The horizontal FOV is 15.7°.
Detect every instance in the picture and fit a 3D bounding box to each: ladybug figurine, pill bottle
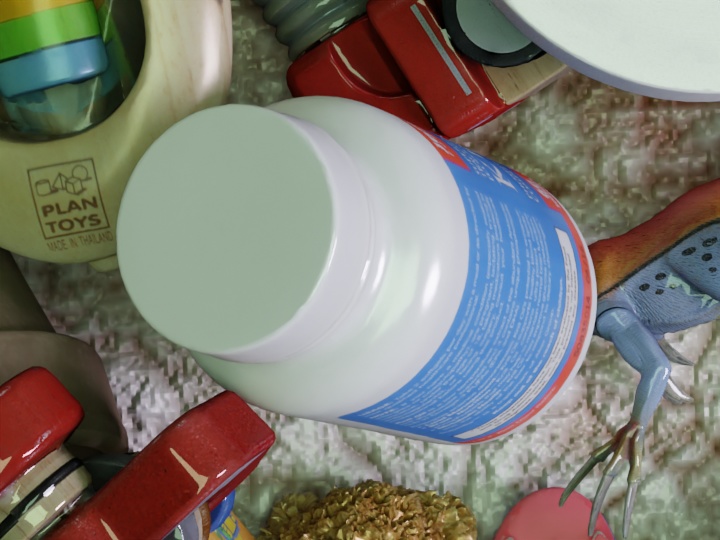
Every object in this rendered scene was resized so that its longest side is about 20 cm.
[{"bbox_3d":[-0.111,-0.098,0.939,0.136,0.072,0.200,-9,95,9],"label":"ladybug figurine"},{"bbox_3d":[0.000,0.000,0.924,0.112,0.200,0.112,-4,81,24],"label":"pill bottle"}]

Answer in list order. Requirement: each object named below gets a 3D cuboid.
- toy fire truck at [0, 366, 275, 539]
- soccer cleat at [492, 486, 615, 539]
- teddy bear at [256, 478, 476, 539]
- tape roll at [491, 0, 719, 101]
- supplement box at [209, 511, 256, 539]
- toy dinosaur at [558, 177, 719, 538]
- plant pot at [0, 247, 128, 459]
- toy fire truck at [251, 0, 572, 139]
[{"bbox_3d":[-0.106,0.112,0.896,0.112,0.168,0.200,46,102,2],"label":"toy fire truck"},{"bbox_3d":[0.081,0.190,1.059,0.067,0.076,0.200,-6,79,-3],"label":"soccer cleat"},{"bbox_3d":[-0.004,0.183,1.029,0.145,0.067,0.200,21,99,40],"label":"teddy bear"},{"bbox_3d":[0.123,-0.160,0.931,0.203,0.037,0.203,0,89,2],"label":"tape roll"},{"bbox_3d":[-0.134,0.153,1.024,0.200,0.069,0.067,-38,95,10],"label":"supplement box"},{"bbox_3d":[0.117,-0.001,1.024,0.181,0.105,0.200,6,96,6],"label":"toy dinosaur"},{"bbox_3d":[-0.205,0.017,0.976,0.200,0.200,0.175,-19,78,-2],"label":"plant pot"},{"bbox_3d":[-0.032,-0.111,1.012,0.200,0.129,0.176,-32,90,19],"label":"toy fire truck"}]
